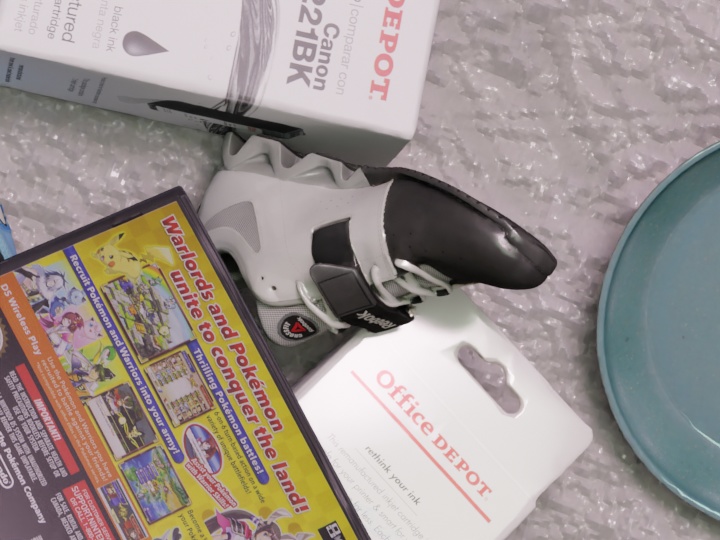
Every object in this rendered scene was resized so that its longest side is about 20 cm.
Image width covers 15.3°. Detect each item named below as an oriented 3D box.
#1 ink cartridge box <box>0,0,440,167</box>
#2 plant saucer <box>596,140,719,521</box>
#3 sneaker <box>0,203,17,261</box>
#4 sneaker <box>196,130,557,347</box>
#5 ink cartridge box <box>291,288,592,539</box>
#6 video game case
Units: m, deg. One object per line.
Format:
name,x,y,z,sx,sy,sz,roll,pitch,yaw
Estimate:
ink cartridge box,-0.061,-0.142,1.241,0.198,0.084,0.145,12,81,-9
plant saucer,0.210,0.025,1.271,0.198,0.036,0.202,0,103,1
sneaker,-0.192,-0.036,1.204,0.078,0.090,0.201,-25,86,-11
sneaker,0.000,0.000,1.195,0.074,0.199,0.089,37,72,-43
ink cartridge box,-0.003,0.107,1.233,0.200,0.067,0.117,-43,91,-10
video game case,-0.107,0.085,1.148,0.180,0.025,0.201,-24,81,-29
